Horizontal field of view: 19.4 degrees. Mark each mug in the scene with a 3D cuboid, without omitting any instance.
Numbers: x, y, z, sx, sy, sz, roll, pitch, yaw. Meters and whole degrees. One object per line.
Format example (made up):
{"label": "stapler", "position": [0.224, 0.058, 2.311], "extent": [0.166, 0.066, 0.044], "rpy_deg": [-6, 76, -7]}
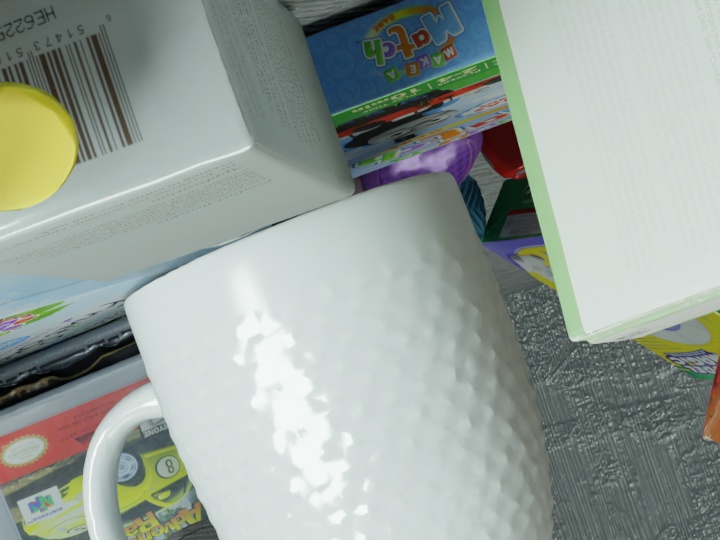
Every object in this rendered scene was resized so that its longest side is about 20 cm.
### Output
{"label": "mug", "position": [-0.021, 0.078, 0.868], "extent": [0.199, 0.176, 0.148], "rpy_deg": [-23, 176, 11]}

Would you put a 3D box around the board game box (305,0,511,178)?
{"label": "board game box", "position": [0.034, -0.081, 0.872], "extent": [0.151, 0.037, 0.200], "rpy_deg": [-20, 176, 7]}

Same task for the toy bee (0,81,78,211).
{"label": "toy bee", "position": [-0.120, -0.034, 0.480], "extent": [0.131, 0.109, 0.200], "rpy_deg": [4, -168, -43]}

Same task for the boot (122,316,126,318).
{"label": "boot", "position": [-0.116, 0.048, 1.045], "extent": [0.199, 0.151, 0.073], "rpy_deg": [-20, -177, 32]}

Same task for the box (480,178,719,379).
{"label": "box", "position": [0.177, 0.010, 1.184], "extent": [0.200, 0.049, 0.117], "rpy_deg": [29, 165, -23]}

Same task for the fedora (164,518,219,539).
{"label": "fedora", "position": [-0.052, 0.171, 0.950], "extent": [0.199, 0.091, 0.177], "rpy_deg": [-13, -149, -32]}

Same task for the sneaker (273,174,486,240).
{"label": "sneaker", "position": [-0.027, -0.023, 1.162], "extent": [0.199, 0.077, 0.081], "rpy_deg": [-9, 179, -21]}

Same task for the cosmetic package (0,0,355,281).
{"label": "cosmetic package", "position": [-0.070, -0.046, 0.656], "extent": [0.101, 0.074, 0.200], "rpy_deg": [-19, 177, 6]}

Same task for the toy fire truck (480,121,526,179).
{"label": "toy fire truck", "position": [0.139, -0.096, 1.047], "extent": [0.199, 0.049, 0.141], "rpy_deg": [-19, 175, 21]}

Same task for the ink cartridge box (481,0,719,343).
{"label": "ink cartridge box", "position": [0.131, -0.074, 0.646], "extent": [0.200, 0.146, 0.048], "rpy_deg": [-23, 166, 41]}

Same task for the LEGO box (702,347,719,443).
{"label": "LEGO box", "position": [0.196, -0.042, 0.733], "extent": [0.077, 0.201, 0.149], "rpy_deg": [21, -151, 4]}

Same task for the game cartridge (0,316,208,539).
{"label": "game cartridge", "position": [-0.119, 0.090, 0.975], "extent": [0.199, 0.041, 0.133], "rpy_deg": [-22, 135, -9]}

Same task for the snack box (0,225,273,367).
{"label": "snack box", "position": [-0.161, 0.004, 0.892], "extent": [0.168, 0.068, 0.200], "rpy_deg": [-17, 177, -43]}

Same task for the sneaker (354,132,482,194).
{"label": "sneaker", "position": [0.000, 0.000, 1.046], "extent": [0.080, 0.089, 0.200], "rpy_deg": [14, 128, -39]}
